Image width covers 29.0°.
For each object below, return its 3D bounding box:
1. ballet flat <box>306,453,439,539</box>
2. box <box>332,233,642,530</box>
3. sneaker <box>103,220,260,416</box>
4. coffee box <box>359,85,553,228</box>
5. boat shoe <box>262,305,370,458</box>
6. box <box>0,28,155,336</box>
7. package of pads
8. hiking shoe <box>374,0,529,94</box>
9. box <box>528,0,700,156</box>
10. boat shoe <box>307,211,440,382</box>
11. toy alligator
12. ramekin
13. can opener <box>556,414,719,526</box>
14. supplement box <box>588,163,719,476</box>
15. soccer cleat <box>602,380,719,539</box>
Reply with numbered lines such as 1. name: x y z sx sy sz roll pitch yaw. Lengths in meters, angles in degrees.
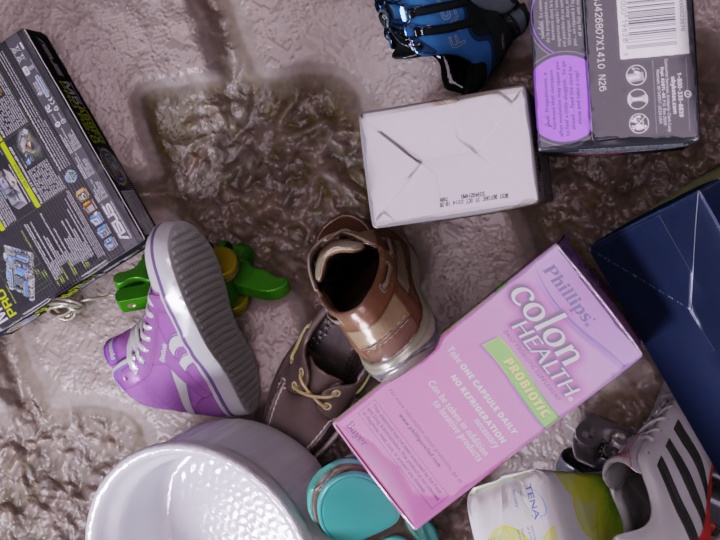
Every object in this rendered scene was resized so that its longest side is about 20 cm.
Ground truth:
1. ballet flat: 0.006 0.179 1.050 0.067 0.200 0.071 -27 47 7
2. box: 0.099 0.074 1.017 0.200 0.176 0.097 -40 86 10
3. sneaker: -0.156 0.046 1.072 0.113 0.073 0.201 -1 134 15
4. coffee box: 0.074 -0.078 0.998 0.113 0.200 0.081 -8 92 10
5. boat shoe: -0.024 0.073 1.098 0.072 0.060 0.201 33 99 7
6. box: -0.282 -0.071 1.144 0.160 0.044 0.201 -31 88 11
7. package of pads: 0.149 0.240 0.966 0.068 0.154 0.202 -22 71 25
8. hiking shoe: 0.040 -0.198 1.010 0.199 0.074 0.087 29 87 -32
9. box: 0.177 -0.143 0.974 0.105 0.200 0.123 -3 94 10
10. boat shoe: 0.000 0.000 0.989 0.076 0.200 0.072 -41 118 4
11. toy alligator: -0.154 0.004 1.121 0.198 0.060 0.055 -5 53 8
12. ramekin: -0.105 0.213 1.083 0.199 0.098 0.202 6 106 22
13. can opener: 0.249 0.174 1.069 0.199 0.053 0.067 25 130 7
14. supplement box: 0.306 0.008 0.950 0.199 0.134 0.201 -29 88 -27
15. soccer cleat: 0.217 0.134 1.003 0.085 0.201 0.069 22 142 -9
